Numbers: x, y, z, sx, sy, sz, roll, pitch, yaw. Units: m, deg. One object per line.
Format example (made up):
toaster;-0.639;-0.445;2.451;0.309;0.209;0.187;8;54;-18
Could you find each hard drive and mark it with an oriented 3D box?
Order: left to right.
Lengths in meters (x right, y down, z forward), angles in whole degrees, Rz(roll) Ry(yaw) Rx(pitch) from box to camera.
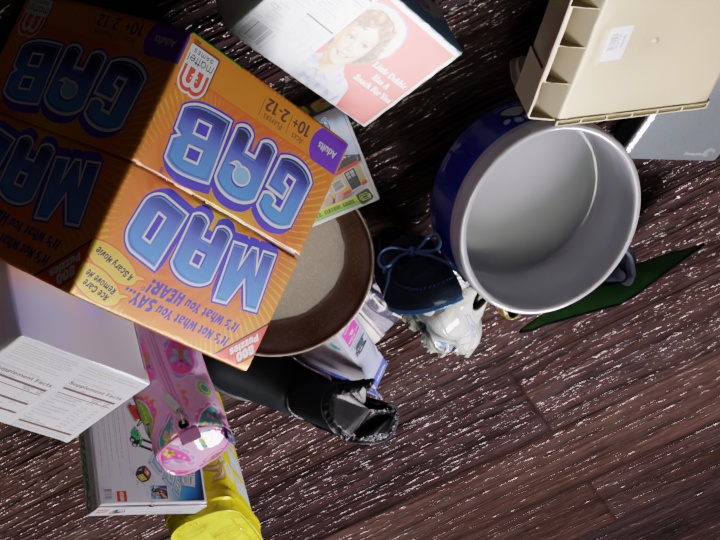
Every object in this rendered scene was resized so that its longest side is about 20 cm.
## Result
hard drive;0.367;-0.194;1.375;0.138;0.033;0.201;-2;143;-27

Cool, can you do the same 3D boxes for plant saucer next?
plant saucer;-0.085;-0.011;1.321;0.198;0.037;0.203;-2;112;-6

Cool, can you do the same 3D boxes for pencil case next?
pencil case;-0.198;0.109;1.348;0.087;0.201;0.088;-18;147;-12

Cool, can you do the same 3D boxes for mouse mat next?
mouse mat;0.292;0.022;1.542;0.160;0.008;0.200;-31;-176;-33

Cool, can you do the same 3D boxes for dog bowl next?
dog bowl;0.172;-0.063;1.302;0.198;0.079;0.202;-10;118;-18

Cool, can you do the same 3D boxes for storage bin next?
storage bin;0.250;-0.238;1.191;0.196;0.094;0.201;-8;146;-17

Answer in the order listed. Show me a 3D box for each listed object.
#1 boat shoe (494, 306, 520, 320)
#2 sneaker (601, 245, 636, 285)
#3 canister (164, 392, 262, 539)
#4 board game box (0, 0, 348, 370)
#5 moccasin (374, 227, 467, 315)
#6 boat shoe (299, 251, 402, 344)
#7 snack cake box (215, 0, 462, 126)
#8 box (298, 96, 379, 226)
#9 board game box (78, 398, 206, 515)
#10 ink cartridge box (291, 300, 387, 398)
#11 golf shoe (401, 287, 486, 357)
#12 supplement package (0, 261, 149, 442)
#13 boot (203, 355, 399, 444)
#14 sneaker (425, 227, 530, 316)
boat shoe;0.175;-0.021;1.486;0.071;0.068;0.201;-14;145;-3
sneaker;0.260;0.001;1.528;0.069;0.109;0.201;-10;146;-15
canister;-0.187;0.222;1.519;0.086;0.201;0.149;-21;147;2
board game box;-0.173;-0.070;1.030;0.200;0.199;0.201;30;83;-50
moccasin;0.044;-0.003;1.313;0.080;0.200;0.069;-14;102;-15
boat shoe;0.000;0.000;1.435;0.093;0.075;0.200;-40;146;0
snack cake box;-0.018;-0.213;1.102;0.115;0.068;0.199;-36;145;19
box;-0.093;-0.081;1.245;0.198;0.035;0.111;-22;122;2
board game box;-0.237;0.159;1.399;0.125;0.202;0.035;7;151;-35
ink cartridge box;-0.042;0.076;1.467;0.042;0.118;0.200;-62;155;-18
golf shoe;0.122;0.045;1.513;0.097;0.078;0.200;-44;171;13
supplement package;-0.295;0.024;1.170;0.110;0.201;0.155;-34;145;21
boot;-0.069;0.128;1.457;0.199;0.077;0.168;27;169;-26
sneaker;0.138;-0.024;1.385;0.087;0.076;0.201;30;104;-15
